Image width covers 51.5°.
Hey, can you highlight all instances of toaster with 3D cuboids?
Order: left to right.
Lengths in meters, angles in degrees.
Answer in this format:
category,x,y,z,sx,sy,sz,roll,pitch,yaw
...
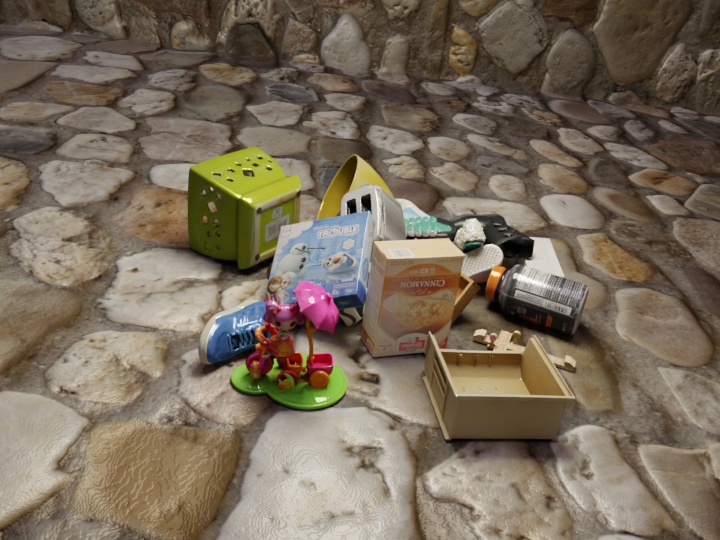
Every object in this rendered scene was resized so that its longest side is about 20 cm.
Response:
category,x,y,z,sx,sy,sz,roll,pitch,yaw
toaster,0.025,-0.084,1.583,0.112,0.129,0.203,-14,62,24

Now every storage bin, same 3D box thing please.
category,x,y,z,sx,sy,sz,roll,pitch,yaw
storage bin,0.221,0.188,1.254,0.197,0.095,0.199,2,28,-11

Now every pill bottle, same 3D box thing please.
category,x,y,z,sx,sy,sz,roll,pitch,yaw
pill bottle,0.360,0.052,1.540,0.198,0.108,0.106,19,29,20

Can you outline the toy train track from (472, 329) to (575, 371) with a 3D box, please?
category,x,y,z,sx,sy,sz,roll,pitch,yaw
toy train track,0.315,0.145,1.429,0.197,0.033,0.115,17,29,14

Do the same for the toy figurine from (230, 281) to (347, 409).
category,x,y,z,sx,sy,sz,roll,pitch,yaw
toy figurine,-0.109,0.106,1.218,0.197,0.187,0.151,4,27,-7

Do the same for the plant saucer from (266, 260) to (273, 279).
category,x,y,z,sx,sy,sz,roll,pitch,yaw
plant saucer,-0.101,-0.002,1.592,0.197,0.035,0.201,6,28,-3

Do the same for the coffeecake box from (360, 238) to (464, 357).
category,x,y,z,sx,sy,sz,roll,pitch,yaw
coffeecake box,0.092,0.050,1.364,0.151,0.203,0.073,-3,29,-20

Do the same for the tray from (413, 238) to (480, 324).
category,x,y,z,sx,sy,sz,roll,pitch,yaw
tray,0.149,0.022,1.549,0.037,0.099,0.200,37,3,-45

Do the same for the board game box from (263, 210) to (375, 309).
category,x,y,z,sx,sy,sz,roll,pitch,yaw
board game box,-0.077,-0.013,1.436,0.197,0.044,0.201,-9,50,22

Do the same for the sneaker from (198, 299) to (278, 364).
category,x,y,z,sx,sy,sz,roll,pitch,yaw
sneaker,-0.190,0.110,1.302,0.110,0.078,0.200,9,19,21

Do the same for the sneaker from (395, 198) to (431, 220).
category,x,y,z,sx,sy,sz,roll,pitch,yaw
sneaker,0.095,-0.111,1.805,0.199,0.081,0.130,29,33,36

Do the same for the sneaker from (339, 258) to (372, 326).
category,x,y,z,sx,sy,sz,roll,pitch,yaw
sneaker,0.000,0.000,1.469,0.128,0.080,0.201,-25,45,8

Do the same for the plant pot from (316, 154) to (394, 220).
category,x,y,z,sx,sy,sz,roll,pitch,yaw
plant pot,0.002,-0.150,1.766,0.141,0.201,0.201,26,22,-18

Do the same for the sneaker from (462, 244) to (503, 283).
category,x,y,z,sx,sy,sz,roll,pitch,yaw
sneaker,0.217,0.003,1.643,0.197,0.076,0.105,-15,-16,5

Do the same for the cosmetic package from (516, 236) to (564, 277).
category,x,y,z,sx,sy,sz,roll,pitch,yaw
cosmetic package,0.415,-0.015,1.741,0.081,0.051,0.201,4,27,2

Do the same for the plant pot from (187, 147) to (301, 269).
category,x,y,z,sx,sy,sz,roll,pitch,yaw
plant pot,-0.239,-0.127,1.606,0.180,0.202,0.199,28,37,30

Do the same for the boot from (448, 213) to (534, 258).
category,x,y,z,sx,sy,sz,roll,pitch,yaw
boot,0.301,-0.075,1.768,0.162,0.067,0.200,-13,26,-7

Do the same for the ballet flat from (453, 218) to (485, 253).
category,x,y,z,sx,sy,sz,roll,pitch,yaw
ballet flat,0.242,-0.071,1.668,0.071,0.073,0.200,8,-11,-1

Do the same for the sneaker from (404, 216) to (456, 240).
category,x,y,z,sx,sy,sz,roll,pitch,yaw
sneaker,0.121,-0.069,1.688,0.197,0.089,0.075,2,33,15
